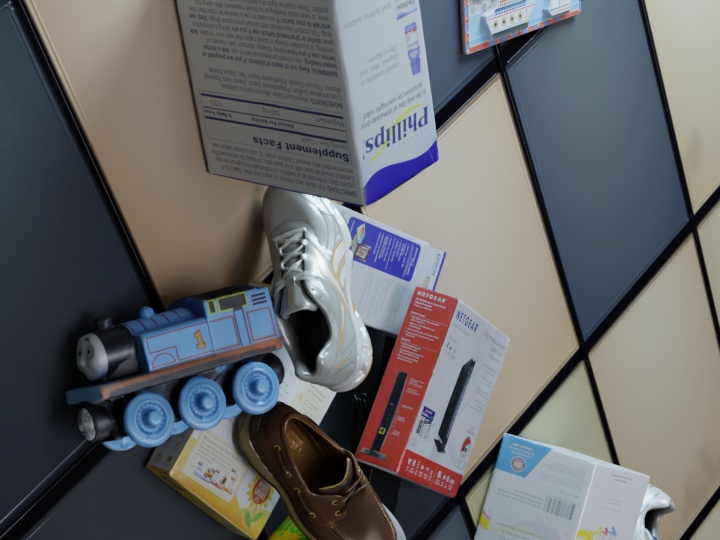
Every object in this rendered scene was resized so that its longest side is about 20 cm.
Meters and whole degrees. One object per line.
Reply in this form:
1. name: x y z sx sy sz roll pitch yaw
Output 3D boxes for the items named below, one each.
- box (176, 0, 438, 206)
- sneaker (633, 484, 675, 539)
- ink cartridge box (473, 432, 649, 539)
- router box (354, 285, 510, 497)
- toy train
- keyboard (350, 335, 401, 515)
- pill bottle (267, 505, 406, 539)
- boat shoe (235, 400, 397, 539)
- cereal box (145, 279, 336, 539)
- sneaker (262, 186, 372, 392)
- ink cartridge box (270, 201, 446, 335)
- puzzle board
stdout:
1. box: -0.045 -0.175 1.536 0.105 0.184 0.200 -33 125 -41
2. sneaker: 0.305 0.338 2.173 0.074 0.087 0.200 38 73 -50
3. ink cartridge box: 0.214 0.300 2.023 0.125 0.128 0.200 18 88 -50
4. router box: 0.075 0.126 1.828 0.180 0.049 0.200 -70 157 -6
5. toy train: -0.156 0.082 1.549 0.200 0.087 0.114 -14 90 -34
6. keyboard: 0.016 0.164 1.830 0.127 0.021 0.200 1 100 -62
7. pill bottle: -0.055 0.302 1.723 0.200 0.111 0.111 -47 132 -30
8. boat shoe: -0.031 0.196 1.649 0.200 0.068 0.072 50 60 -23
9. cereal box: -0.098 0.129 1.675 0.144 0.039 0.200 46 66 -43
10. sneaker: -0.048 0.009 1.613 0.092 0.076 0.200 8 62 -67
11. ink cartridge box: 0.000 0.000 1.754 0.200 0.039 0.100 22 84 -49
12. puzzle board: 0.169 -0.317 1.872 0.200 0.017 0.151 -24 119 -42
